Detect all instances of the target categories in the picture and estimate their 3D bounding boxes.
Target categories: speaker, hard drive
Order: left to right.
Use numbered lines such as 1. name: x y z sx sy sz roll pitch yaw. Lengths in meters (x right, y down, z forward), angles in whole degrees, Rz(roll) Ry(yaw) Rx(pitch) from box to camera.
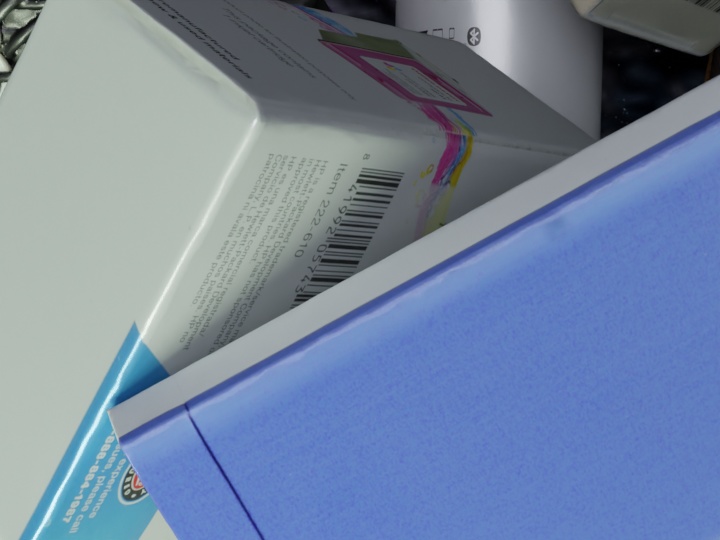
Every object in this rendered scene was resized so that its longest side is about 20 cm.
1. speaker: 0.049 -0.015 0.777 0.081 0.081 0.201 1 86 6
2. hard drive: 0.051 0.040 0.555 0.200 0.025 0.132 -29 124 -2

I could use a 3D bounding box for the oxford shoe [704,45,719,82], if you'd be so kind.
1. oxford shoe: 0.162 -0.081 0.774 0.071 0.073 0.201 -4 86 5

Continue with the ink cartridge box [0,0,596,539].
1. ink cartridge box: -0.026 0.001 0.620 0.085 0.200 0.145 39 110 30

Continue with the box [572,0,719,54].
1. box: 0.081 -0.183 0.737 0.078 0.095 0.200 -41 63 27

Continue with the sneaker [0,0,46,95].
1. sneaker: -0.110 -0.092 0.634 0.074 0.080 0.200 -25 97 3

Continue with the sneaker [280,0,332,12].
1. sneaker: -0.061 -0.017 0.706 0.111 0.077 0.200 2 68 22

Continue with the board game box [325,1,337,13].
1. board game box: 0.000 0.000 0.748 0.200 0.032 0.120 49 119 32
